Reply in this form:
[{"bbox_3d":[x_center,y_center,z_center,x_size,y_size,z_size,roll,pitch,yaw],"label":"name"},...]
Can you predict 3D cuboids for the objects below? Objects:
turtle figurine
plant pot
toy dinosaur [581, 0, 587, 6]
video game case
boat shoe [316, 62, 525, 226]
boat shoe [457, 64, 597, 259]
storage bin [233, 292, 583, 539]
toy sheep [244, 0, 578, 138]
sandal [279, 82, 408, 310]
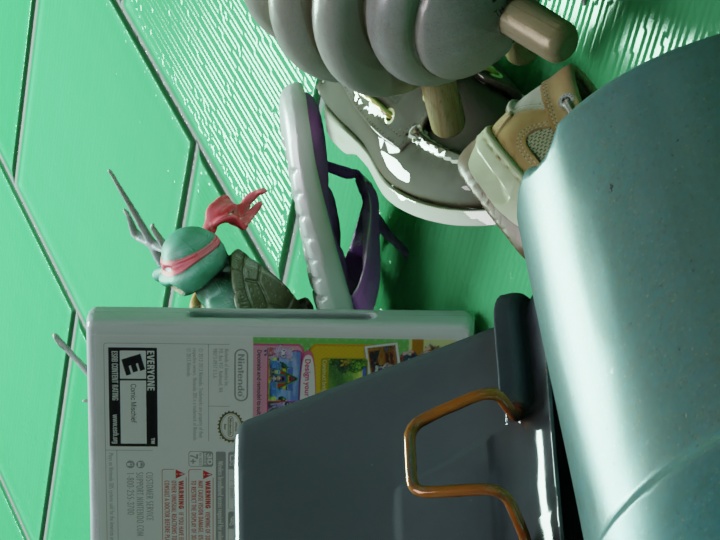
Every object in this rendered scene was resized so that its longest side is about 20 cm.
[{"bbox_3d":[-0.067,0.045,1.439,0.100,0.150,0.201,-19,116,28],"label":"turtle figurine"},{"bbox_3d":[0.145,0.040,0.945,0.201,0.199,0.197,113,147,-51],"label":"plant pot"},{"bbox_3d":[0.104,-0.208,1.086,0.102,0.077,0.200,47,136,19],"label":"toy dinosaur"},{"bbox_3d":[-0.039,0.112,1.386,0.022,0.181,0.201,-92,3,-66],"label":"video game case"},{"bbox_3d":[0.033,-0.071,1.276,0.202,0.072,0.061,-141,41,-61],"label":"boat shoe"},{"bbox_3d":[0.119,0.000,1.120,0.076,0.072,0.200,-46,66,15],"label":"boat shoe"},{"bbox_3d":[0.025,0.114,1.024,0.146,0.133,0.201,59,-160,-44],"label":"storage bin"},{"bbox_3d":[0.014,-0.132,1.192,0.199,0.138,0.139,28,128,31],"label":"toy sheep"},{"bbox_3d":[-0.001,-0.004,1.412,0.083,0.049,0.204,-109,6,-62],"label":"sandal"}]
